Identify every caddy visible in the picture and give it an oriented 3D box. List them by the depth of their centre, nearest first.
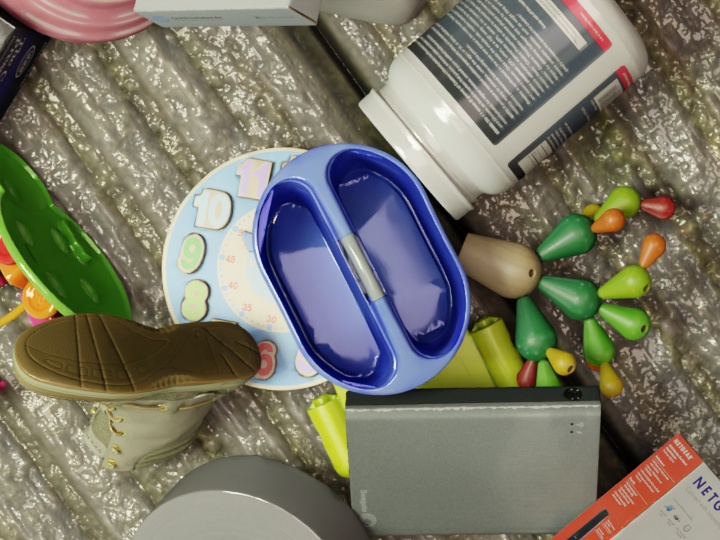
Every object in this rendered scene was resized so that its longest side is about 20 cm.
[{"bbox_3d":[0.000,0.000,1.329,0.141,0.105,0.200,-27,88,-4],"label":"caddy"}]

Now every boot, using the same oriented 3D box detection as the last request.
[{"bbox_3d":[-0.196,0.101,1.353,0.200,0.155,0.072,1,57,-32],"label":"boot"}]

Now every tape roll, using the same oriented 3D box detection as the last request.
[{"bbox_3d":[-0.089,0.254,1.398,0.200,0.066,0.200,6,113,16],"label":"tape roll"}]

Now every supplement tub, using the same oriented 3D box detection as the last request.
[{"bbox_3d":[0.113,-0.150,1.351,0.200,0.140,0.140,-40,93,4],"label":"supplement tub"}]

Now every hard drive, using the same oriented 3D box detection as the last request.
[{"bbox_3d":[0.089,0.154,1.371,0.200,0.033,0.140,-1,126,3],"label":"hard drive"}]

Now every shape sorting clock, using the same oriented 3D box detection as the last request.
[{"bbox_3d":[-0.065,-0.002,1.402,0.200,0.039,0.200,-1,83,7],"label":"shape sorting clock"}]

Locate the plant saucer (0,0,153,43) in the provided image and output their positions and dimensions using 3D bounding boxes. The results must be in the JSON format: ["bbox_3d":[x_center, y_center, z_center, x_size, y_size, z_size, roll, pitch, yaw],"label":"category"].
[{"bbox_3d":[-0.214,-0.282,1.346,0.200,0.051,0.201,2,86,-28],"label":"plant saucer"}]

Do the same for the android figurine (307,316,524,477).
[{"bbox_3d":[0.053,0.112,1.430,0.182,0.041,0.200,-24,93,3],"label":"android figurine"}]

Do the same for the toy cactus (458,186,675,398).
[{"bbox_3d":[0.160,0.011,1.393,0.165,0.102,0.200,22,92,4],"label":"toy cactus"}]

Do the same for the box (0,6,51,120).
[{"bbox_3d":[-0.341,-0.126,1.364,0.079,0.141,0.200,32,96,-4],"label":"box"}]

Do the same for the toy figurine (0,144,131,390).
[{"bbox_3d":[-0.317,0.026,1.397,0.184,0.150,0.200,-38,73,14],"label":"toy figurine"}]

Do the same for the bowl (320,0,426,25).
[{"bbox_3d":[-0.019,-0.311,1.373,0.200,0.075,0.200,17,95,1],"label":"bowl"}]

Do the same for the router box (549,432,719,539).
[{"bbox_3d":[0.251,0.258,1.395,0.179,0.049,0.200,-41,118,5],"label":"router box"}]

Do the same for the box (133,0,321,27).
[{"bbox_3d":[-0.084,-0.286,1.298,0.156,0.041,0.200,6,80,36],"label":"box"}]
